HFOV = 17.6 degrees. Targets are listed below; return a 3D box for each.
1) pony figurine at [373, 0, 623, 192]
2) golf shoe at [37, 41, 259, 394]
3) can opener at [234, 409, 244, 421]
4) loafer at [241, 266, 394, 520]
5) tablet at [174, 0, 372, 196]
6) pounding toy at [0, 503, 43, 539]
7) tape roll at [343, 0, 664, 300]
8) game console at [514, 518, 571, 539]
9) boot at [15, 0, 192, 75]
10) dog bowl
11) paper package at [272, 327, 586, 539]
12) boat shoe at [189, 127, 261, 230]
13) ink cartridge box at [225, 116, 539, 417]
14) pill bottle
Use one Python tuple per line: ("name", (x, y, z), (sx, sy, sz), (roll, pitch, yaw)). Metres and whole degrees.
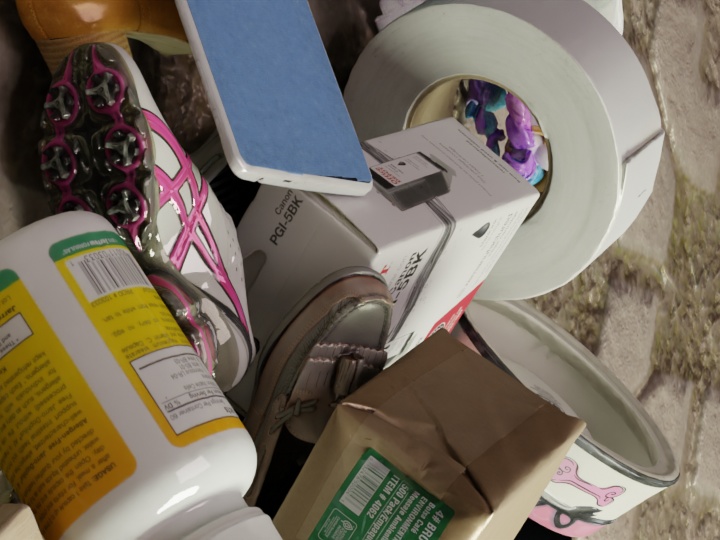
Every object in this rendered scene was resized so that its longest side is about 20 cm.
("pony figurine", (0.112, -0.165, 1.613), (0.200, 0.166, 0.193), (-81, 157, -46))
("golf shoe", (-0.111, -0.027, 1.243), (0.092, 0.072, 0.201), (-29, 105, -57))
("can opener", (-0.009, 0.128, 1.421), (0.200, 0.063, 0.079), (19, 113, -35))
("loafer", (-0.032, 0.090, 1.289), (0.072, 0.200, 0.063), (10, 34, -37))
("tablet", (-0.062, -0.135, 1.276), (0.130, 0.014, 0.201), (6, 60, -56))
("pounding toy", (-0.179, 0.226, 1.091), (0.184, 0.142, 0.201), (-47, 126, -49))
("tape roll", (0.090, -0.085, 1.496), (0.071, 0.202, 0.203), (-36, 118, -54))
("game console", (0.032, 0.184, 1.467), (0.119, 0.172, 0.200), (92, 20, -48))
("boot", (-0.119, -0.183, 1.292), (0.201, 0.071, 0.145), (-40, 121, -47))
("dog bowl", (0.115, 0.096, 1.556), (0.200, 0.074, 0.200), (38, 15, -12))
("paper package", (0.015, 0.155, 1.282), (0.200, 0.103, 0.191), (-60, 169, 21))
("boat shoe", (-0.066, -0.048, 1.369), (0.200, 0.067, 0.074), (-38, 119, -53))
("ink cartridge box", (0.000, 0.000, 1.389), (0.200, 0.083, 0.147), (-21, 147, -56))
("pill bottle", (-0.121, 0.081, 1.147), (0.200, 0.113, 0.113), (55, 29, 14))
